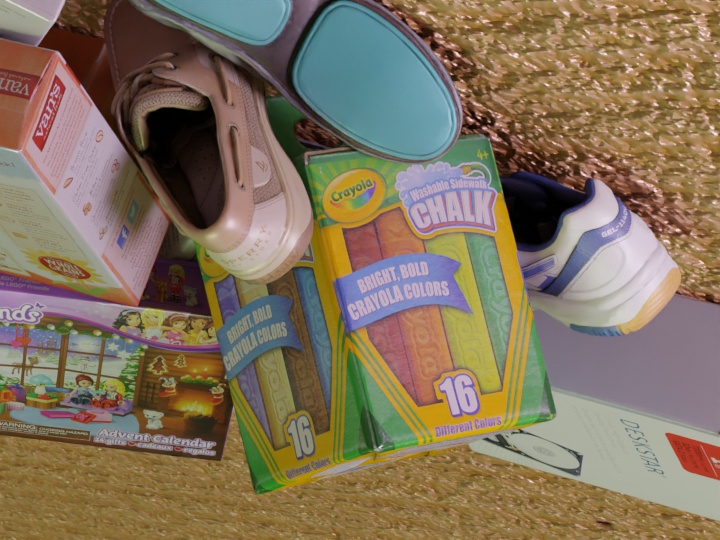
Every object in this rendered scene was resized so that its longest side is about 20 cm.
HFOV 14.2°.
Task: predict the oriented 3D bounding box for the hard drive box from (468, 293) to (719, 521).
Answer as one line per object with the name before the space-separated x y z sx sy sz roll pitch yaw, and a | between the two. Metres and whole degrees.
hard drive box | 0.145 0.067 1.676 0.200 0.077 0.156 14 159 26

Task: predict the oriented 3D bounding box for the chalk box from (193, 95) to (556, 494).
chalk box | 0.000 0.000 1.503 0.124 0.200 0.124 -10 173 -35

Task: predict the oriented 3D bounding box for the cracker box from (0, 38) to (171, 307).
cracker box | -0.186 -0.056 1.421 0.134 0.058 0.200 14 163 17

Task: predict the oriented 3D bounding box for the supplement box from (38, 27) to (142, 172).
supplement box | -0.146 -0.063 1.690 0.069 0.067 0.200 13 157 29

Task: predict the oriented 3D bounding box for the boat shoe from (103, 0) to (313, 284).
boat shoe | -0.087 -0.081 1.445 0.064 0.071 0.200 28 -157 -48

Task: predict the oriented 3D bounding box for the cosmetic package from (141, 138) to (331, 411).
cosmetic package | -0.095 0.009 1.651 0.103 0.087 0.200 12 142 -26

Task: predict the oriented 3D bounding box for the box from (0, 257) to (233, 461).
box | -0.165 0.042 1.586 0.200 0.039 0.137 7 141 -5

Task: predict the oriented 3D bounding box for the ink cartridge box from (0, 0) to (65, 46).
ink cartridge box | -0.176 -0.154 1.408 0.067 0.116 0.200 26 162 -11

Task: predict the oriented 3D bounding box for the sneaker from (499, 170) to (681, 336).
sneaker | 0.083 -0.018 1.561 0.200 0.075 0.088 -2 131 48

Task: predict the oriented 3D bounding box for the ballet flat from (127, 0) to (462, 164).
ballet flat | -0.036 -0.122 1.437 0.200 0.067 0.064 31 -173 -17
